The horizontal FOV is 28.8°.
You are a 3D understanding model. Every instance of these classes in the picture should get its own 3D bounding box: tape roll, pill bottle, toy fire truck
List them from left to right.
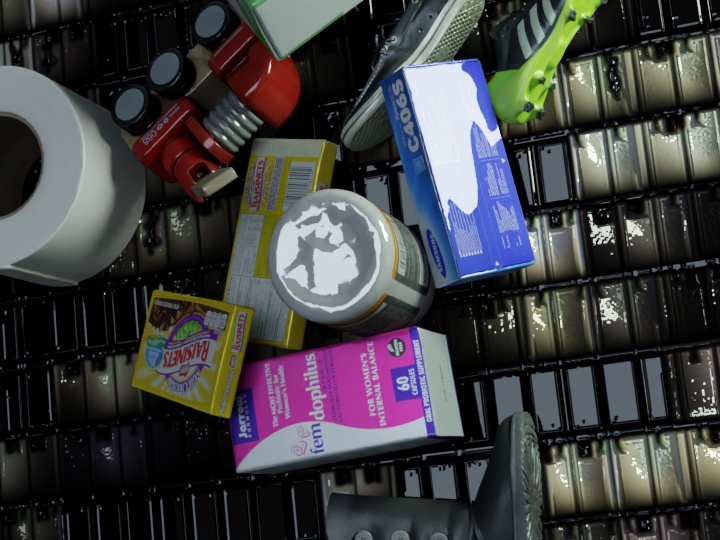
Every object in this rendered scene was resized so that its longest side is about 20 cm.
[{"bbox_3d":[-0.336,-0.092,1.424,0.200,0.139,0.205,-2,82,17],"label":"tape roll"},{"bbox_3d":[-0.132,-0.142,1.346,0.176,0.129,0.200,-44,57,6],"label":"toy fire truck"},{"bbox_3d":[0.000,0.000,1.272,0.115,0.200,0.118,-3,81,16],"label":"pill bottle"}]

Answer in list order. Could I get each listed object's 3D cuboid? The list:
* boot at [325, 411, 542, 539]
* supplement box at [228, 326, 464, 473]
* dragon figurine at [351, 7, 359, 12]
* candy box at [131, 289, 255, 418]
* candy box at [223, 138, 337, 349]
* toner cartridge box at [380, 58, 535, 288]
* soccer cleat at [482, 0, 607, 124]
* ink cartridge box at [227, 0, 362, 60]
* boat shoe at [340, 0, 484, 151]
[{"bbox_3d":[0.065,0.217,1.297,0.198,0.066,0.167,-4,79,21],"label":"boot"},{"bbox_3d":[-0.017,0.125,1.312,0.198,0.103,0.102,-14,79,17],"label":"supplement box"},{"bbox_3d":[-0.015,-0.298,1.387,0.099,0.059,0.200,-45,63,7],"label":"dragon figurine"},{"bbox_3d":[-0.163,0.076,1.342,0.199,0.026,0.103,6,84,60],"label":"candy box"},{"bbox_3d":[-0.082,-0.028,1.368,0.102,0.026,0.202,6,83,45],"label":"candy box"},{"bbox_3d":[0.090,-0.091,1.300,0.043,0.094,0.202,-24,78,56],"label":"toner cartridge box"},{"bbox_3d":[0.172,-0.236,1.325,0.081,0.067,0.201,30,92,32],"label":"soccer cleat"},{"bbox_3d":[-0.081,-0.318,1.330,0.145,0.084,0.200,-37,55,-3],"label":"ink cartridge box"},{"bbox_3d":[0.041,-0.203,1.358,0.062,0.075,0.201,35,88,24],"label":"boat shoe"}]
